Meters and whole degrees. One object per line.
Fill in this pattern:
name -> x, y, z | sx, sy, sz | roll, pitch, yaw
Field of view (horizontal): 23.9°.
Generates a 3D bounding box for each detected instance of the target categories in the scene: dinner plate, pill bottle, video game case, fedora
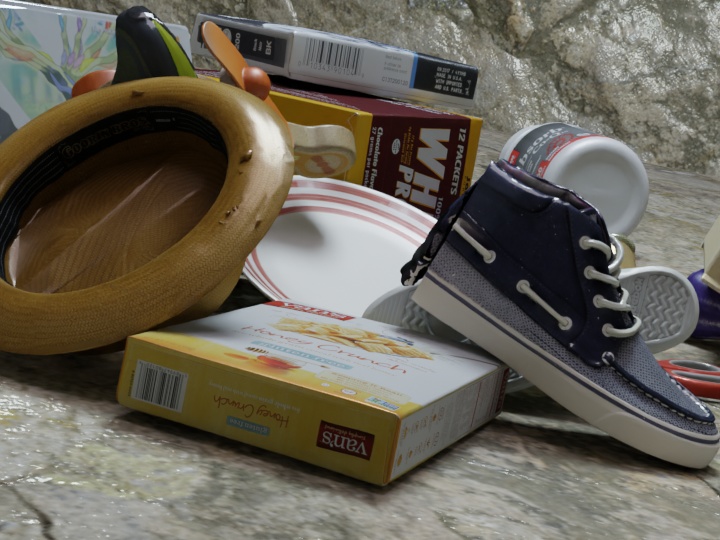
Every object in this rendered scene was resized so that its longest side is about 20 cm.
dinner plate -> 0.000, 0.000, 1.129 | 0.200, 0.024, 0.200 | 15, 30, -9
pill bottle -> 0.217, -0.094, 1.793 | 0.115, 0.116, 0.200 | 8, 9, -14
video game case -> -0.198, -0.097, 1.193 | 0.200, 0.183, 0.022 | 3, -17, -38
fedora -> -0.122, -0.016, 0.911 | 0.200, 0.082, 0.201 | -9, 47, 10

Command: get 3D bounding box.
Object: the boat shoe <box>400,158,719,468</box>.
boat shoe -> 0.124, 0.020, 0.926 | 0.200, 0.093, 0.075 | 32, 15, 8

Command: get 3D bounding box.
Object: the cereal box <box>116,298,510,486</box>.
cereal box -> -0.016, 0.056, 0.876 | 0.143, 0.040, 0.200 | 14, 10, 18

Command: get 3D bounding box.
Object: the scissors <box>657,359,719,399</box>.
scissors -> 0.165, 0.062, 1.116 | 0.199, 0.014, 0.073 | 9, 11, -16

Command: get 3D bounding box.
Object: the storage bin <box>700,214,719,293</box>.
storage bin -> 0.354, 0.008, 1.252 | 0.198, 0.094, 0.200 | 34, 12, 5

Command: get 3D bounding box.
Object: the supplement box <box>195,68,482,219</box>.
supplement box -> -0.043, -0.076, 1.342 | 0.197, 0.133, 0.200 | 15, 11, 29

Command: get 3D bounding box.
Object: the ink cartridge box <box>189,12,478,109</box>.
ink cartridge box -> -0.036, -0.180, 1.436 | 0.198, 0.044, 0.200 | 4, 9, -39

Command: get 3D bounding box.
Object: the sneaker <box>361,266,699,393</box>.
sneaker -> 0.093, 0.043, 1.035 | 0.200, 0.074, 0.118 | -4, -11, -8

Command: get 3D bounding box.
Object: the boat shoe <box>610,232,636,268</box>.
boat shoe -> 0.178, 0.010, 1.250 | 0.071, 0.076, 0.200 | 10, 10, -3

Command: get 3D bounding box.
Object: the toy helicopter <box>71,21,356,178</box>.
toy helicopter -> -0.081, -0.096, 1.104 | 0.200, 0.079, 0.132 | 9, -32, -37

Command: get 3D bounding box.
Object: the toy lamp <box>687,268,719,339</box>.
toy lamp -> 0.236, 0.012, 1.360 | 0.058, 0.058, 0.200 | 4, 12, -34

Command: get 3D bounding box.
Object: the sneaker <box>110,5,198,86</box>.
sneaker -> -0.141, -0.058, 1.003 | 0.081, 0.201, 0.074 | -11, 34, -30
